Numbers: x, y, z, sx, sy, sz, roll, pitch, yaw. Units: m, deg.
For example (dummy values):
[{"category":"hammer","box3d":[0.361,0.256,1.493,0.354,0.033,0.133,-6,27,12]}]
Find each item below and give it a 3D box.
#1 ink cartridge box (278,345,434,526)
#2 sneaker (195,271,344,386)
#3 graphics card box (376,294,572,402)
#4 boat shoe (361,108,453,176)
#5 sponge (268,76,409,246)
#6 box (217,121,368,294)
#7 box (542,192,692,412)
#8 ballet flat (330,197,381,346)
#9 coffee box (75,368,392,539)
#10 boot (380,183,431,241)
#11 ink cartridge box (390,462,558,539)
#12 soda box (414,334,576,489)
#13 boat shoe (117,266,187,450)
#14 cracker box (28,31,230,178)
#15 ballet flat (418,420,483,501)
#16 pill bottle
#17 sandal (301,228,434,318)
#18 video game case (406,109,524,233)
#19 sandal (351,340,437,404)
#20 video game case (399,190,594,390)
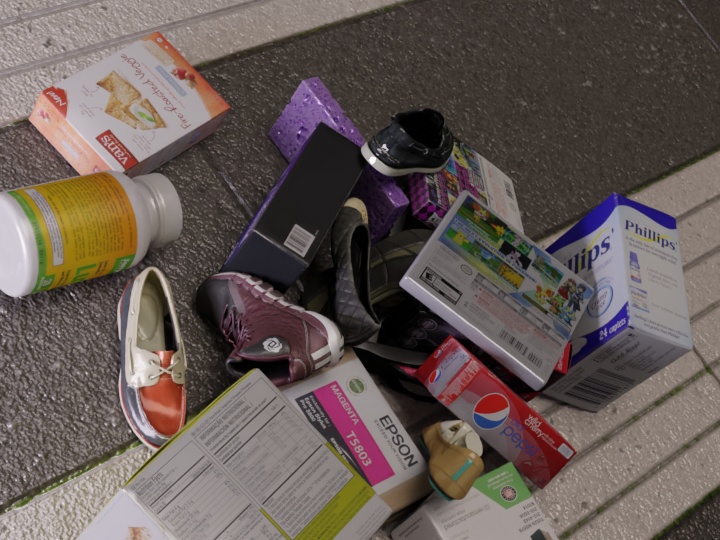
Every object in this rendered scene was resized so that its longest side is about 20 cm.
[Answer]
[{"category":"ink cartridge box","box3d":[-0.036,0.195,1.581,0.165,0.075,0.200,-23,72,-38]},{"category":"sneaker","box3d":[-0.125,0.068,1.562,0.200,0.076,0.115,19,35,32]},{"category":"graphics card box","box3d":[0.132,0.092,1.715,0.200,0.125,0.051,25,55,-15]},{"category":"boat shoe","box3d":[0.072,-0.163,1.740,0.075,0.066,0.199,48,28,16]},{"category":"sponge","box3d":[-0.028,-0.126,1.779,0.030,0.112,0.200,-23,73,-41]},{"category":"box","box3d":[-0.081,-0.055,1.680,0.079,0.141,0.200,32,48,-5]},{"category":"box","box3d":[0.306,0.041,1.809,0.105,0.184,0.200,20,50,-24]},{"category":"ballet flat","box3d":[0.000,0.000,1.651,0.066,0.057,0.200,45,35,-45]},{"category":"coffee box","box3d":[-0.132,0.254,1.396,0.198,0.200,0.200,46,49,2]},{"category":"boot","box3d":[0.121,-0.009,1.817,0.200,0.066,0.165,28,57,-8]},{"category":"ink cartridge box","box3d":[0.151,0.333,1.589,0.146,0.084,0.200,-20,70,-38]},{"category":"soda box","box3d":[0.155,0.162,1.664,0.200,0.063,0.070,42,3,-28]},{"category":"boat shoe","box3d":[-0.218,0.094,1.550,0.071,0.063,0.200,5,58,-30]},{"category":"cracker box","box3d":[-0.269,-0.186,1.714,0.134,0.058,0.200,46,49,5]},{"category":"ballet flat","box3d":[0.106,0.198,1.585,0.069,0.063,0.200,42,6,-8]},{"category":"pill bottle","box3d":[-0.297,-0.047,1.566,0.200,0.111,0.111,-16,69,-37]},{"category":"sandal","box3d":[0.028,0.011,1.719,0.201,0.057,0.080,-20,56,2]},{"category":"video game case","box3d":[0.132,-0.094,1.840,0.181,0.036,0.200,33,30,-28]},{"category":"sandal","box3d":[0.057,0.124,1.690,0.200,0.075,0.045,13,58,-14]},{"category":"video game case","box3d":[0.162,0.020,1.686,0.200,0.022,0.182,37,46,-1]}]
